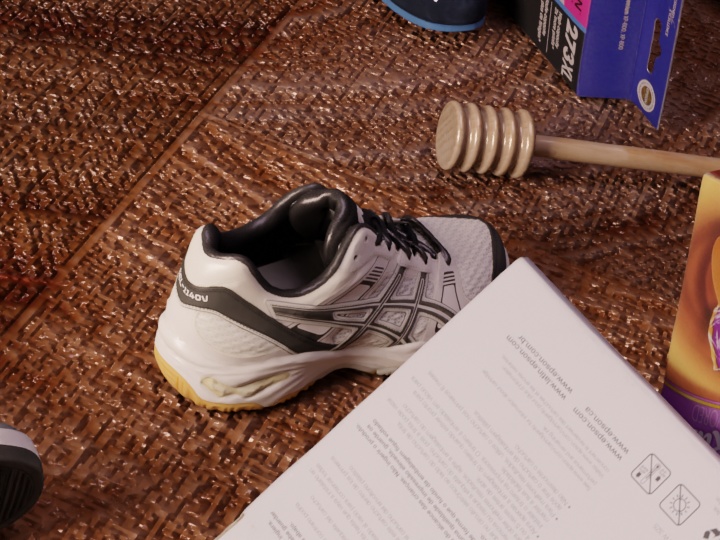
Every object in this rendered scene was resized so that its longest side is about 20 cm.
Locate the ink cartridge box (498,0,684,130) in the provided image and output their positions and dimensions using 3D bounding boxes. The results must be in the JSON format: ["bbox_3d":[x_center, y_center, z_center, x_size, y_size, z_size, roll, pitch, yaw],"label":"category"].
[{"bbox_3d":[0.122,-0.175,1.119,0.037,0.095,0.200,-16,46,-21],"label":"ink cartridge box"}]

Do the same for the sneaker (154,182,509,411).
[{"bbox_3d":[0.000,0.000,0.866,0.199,0.088,0.076,-19,46,-38],"label":"sneaker"}]

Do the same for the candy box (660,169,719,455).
[{"bbox_3d":[0.169,0.073,0.717,0.056,0.202,0.116,-10,28,-34],"label":"candy box"}]

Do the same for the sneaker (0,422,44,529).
[{"bbox_3d":[-0.229,0.054,0.730,0.198,0.084,0.122,-4,50,-21],"label":"sneaker"}]

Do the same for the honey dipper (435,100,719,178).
[{"bbox_3d":[0.139,-0.062,1.039,0.198,0.038,0.038,7,37,-17],"label":"honey dipper"}]

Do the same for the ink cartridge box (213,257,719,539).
[{"bbox_3d":[0.051,0.126,0.707,0.200,0.041,0.200,-41,55,-1],"label":"ink cartridge box"}]

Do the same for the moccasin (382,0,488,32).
[{"bbox_3d":[0.030,-0.223,1.171,0.080,0.069,0.201,-3,40,-20],"label":"moccasin"}]
